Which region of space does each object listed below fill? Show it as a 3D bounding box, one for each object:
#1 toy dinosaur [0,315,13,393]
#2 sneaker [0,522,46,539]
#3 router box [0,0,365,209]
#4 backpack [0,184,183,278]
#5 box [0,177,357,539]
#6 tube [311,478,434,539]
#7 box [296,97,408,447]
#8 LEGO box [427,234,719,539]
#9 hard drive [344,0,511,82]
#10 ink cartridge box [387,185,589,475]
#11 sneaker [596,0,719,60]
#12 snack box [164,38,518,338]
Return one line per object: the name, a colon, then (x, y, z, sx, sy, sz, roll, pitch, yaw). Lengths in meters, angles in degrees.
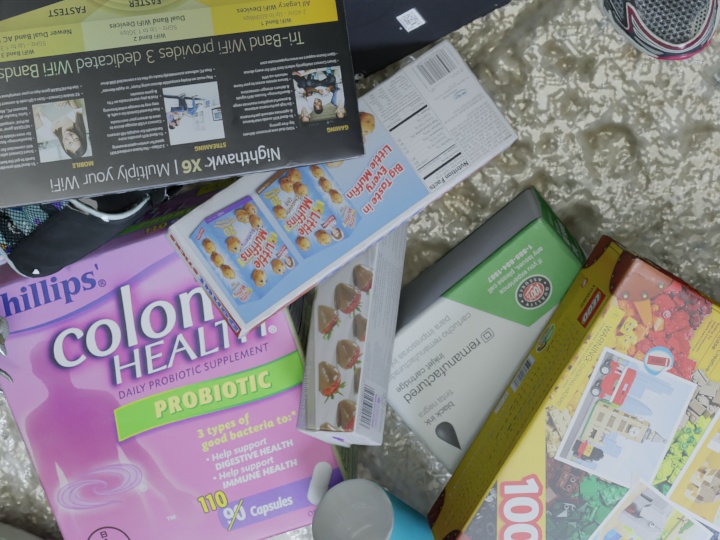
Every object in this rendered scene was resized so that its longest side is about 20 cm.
toy dinosaur: (-0.291, 0.018, 0.938, 0.199, 0.077, 0.103, 7, 112, 39)
sneaker: (-0.175, 0.242, 1.025, 0.199, 0.107, 0.075, 19, 138, 2)
router box: (-0.106, -0.119, 0.799, 0.198, 0.052, 0.159, -8, 93, -13)
backpack: (-0.184, -0.114, 0.897, 0.150, 0.178, 0.201, -25, 106, 38)
box: (-0.113, 0.066, 0.990, 0.175, 0.097, 0.201, -17, 104, 5)
tube: (0.032, 0.179, 0.998, 0.077, 0.051, 0.200, -27, 149, 11)
box: (0.000, 0.000, 0.947, 0.038, 0.041, 0.202, 0, 74, 25)
LEGO box: (0.153, 0.106, 0.920, 0.148, 0.077, 0.201, 30, 98, -9)
hard drive: (0.015, -0.181, 0.897, 0.199, 0.038, 0.140, -25, 140, 21)
ink cartridge box: (0.113, 0.076, 0.998, 0.146, 0.083, 0.200, -40, 102, 10)
sneaker: (0.159, -0.215, 0.921, 0.080, 0.075, 0.201, -15, 106, 4)
snack box: (-0.008, -0.048, 0.915, 0.199, 0.024, 0.072, -35, 88, -18)
